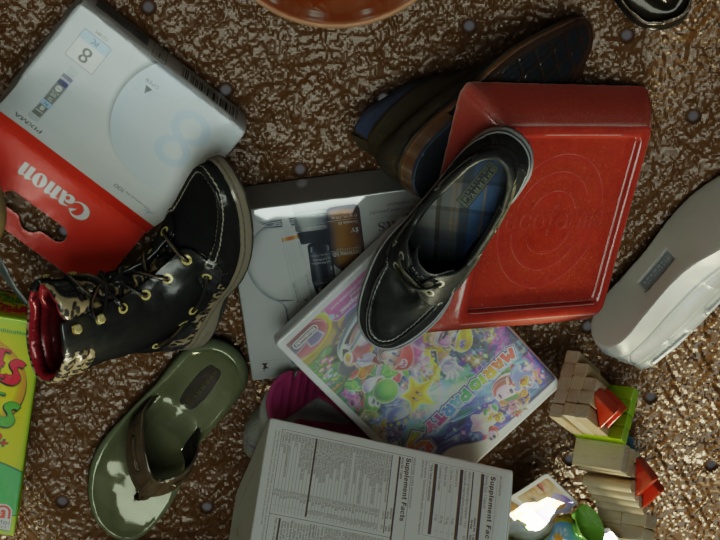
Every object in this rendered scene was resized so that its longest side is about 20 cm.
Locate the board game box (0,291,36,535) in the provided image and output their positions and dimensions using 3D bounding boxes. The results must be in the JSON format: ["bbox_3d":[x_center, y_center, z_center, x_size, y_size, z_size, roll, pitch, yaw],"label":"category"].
[{"bbox_3d":[-0.320,0.114,1.548,0.101,0.048,0.202,9,113,-7],"label":"board game box"}]

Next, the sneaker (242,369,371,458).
[{"bbox_3d":[-0.014,0.145,1.566,0.199,0.082,0.088,27,146,-27],"label":"sneaker"}]

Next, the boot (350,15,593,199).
[{"bbox_3d":[0.083,-0.141,1.441,0.200,0.097,0.075,-40,133,-19],"label":"boot"}]

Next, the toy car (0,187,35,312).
[{"bbox_3d":[-0.329,-0.037,1.424,0.158,0.164,0.200,-51,135,-18],"label":"toy car"}]

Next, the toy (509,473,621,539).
[{"bbox_3d":[0.123,0.260,1.605,0.115,0.047,0.200,41,124,-18],"label":"toy"}]

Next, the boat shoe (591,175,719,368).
[{"bbox_3d":[0.275,0.002,1.521,0.068,0.072,0.200,30,104,-38],"label":"boat shoe"}]

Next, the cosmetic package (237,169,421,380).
[{"bbox_3d":[0.000,0.000,1.512,0.198,0.052,0.152,-8,117,0],"label":"cosmetic package"}]

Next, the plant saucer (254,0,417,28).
[{"bbox_3d":[-0.018,-0.280,1.395,0.198,0.032,0.202,-1,114,-2],"label":"plant saucer"}]

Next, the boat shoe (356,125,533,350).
[{"bbox_3d":[0.056,-0.015,1.361,0.070,0.066,0.200,40,114,0],"label":"boat shoe"}]

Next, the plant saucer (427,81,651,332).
[{"bbox_3d":[0.139,-0.042,1.446,0.198,0.037,0.202,-3,114,-38],"label":"plant saucer"}]

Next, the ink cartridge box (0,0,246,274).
[{"bbox_3d":[-0.210,-0.090,1.462,0.160,0.047,0.200,37,106,-17],"label":"ink cartridge box"}]

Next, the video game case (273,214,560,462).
[{"bbox_3d":[0.047,0.072,1.500,0.143,0.018,0.200,-42,114,4],"label":"video game case"}]

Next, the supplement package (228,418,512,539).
[{"bbox_3d":[0.000,0.232,1.479,0.198,0.152,0.152,13,149,-8],"label":"supplement package"}]

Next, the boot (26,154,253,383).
[{"bbox_3d":[-0.169,0.005,1.435,0.150,0.073,0.201,-17,150,-33],"label":"boot"}]

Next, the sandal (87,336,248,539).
[{"bbox_3d":[-0.165,0.142,1.562,0.079,0.057,0.202,28,110,-14],"label":"sandal"}]

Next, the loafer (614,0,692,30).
[{"bbox_3d":[0.205,-0.267,1.390,0.072,0.071,0.201,-16,114,4],"label":"loafer"}]

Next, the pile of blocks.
[{"bbox_3d":[0.220,0.150,1.565,0.062,0.082,0.201,6,135,34],"label":"pile of blocks"}]
